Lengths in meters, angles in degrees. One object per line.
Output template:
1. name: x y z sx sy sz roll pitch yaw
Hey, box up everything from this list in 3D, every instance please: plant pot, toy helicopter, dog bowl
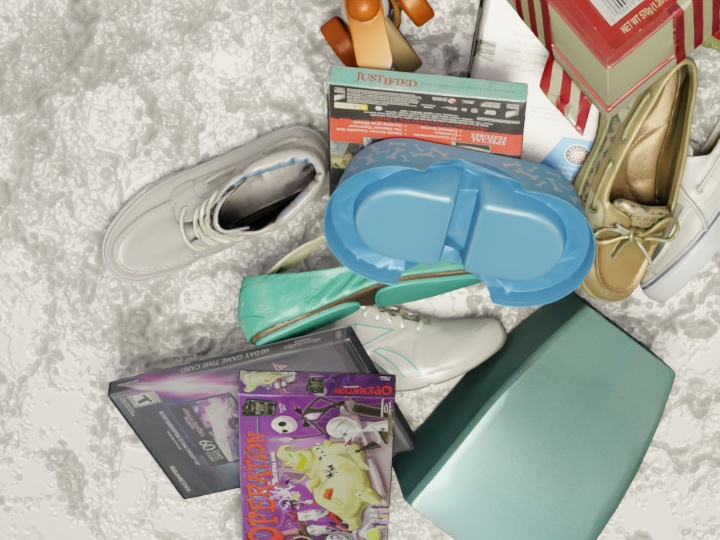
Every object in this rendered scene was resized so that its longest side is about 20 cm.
1. plant pot: 0.144 0.125 1.700 0.141 0.141 0.200 37 94 -8
2. toy helicopter: -0.019 -0.219 1.605 0.079 0.132 0.200 -36 114 8
3. dog bowl: 0.073 -0.038 1.608 0.199 0.050 0.112 11 131 -3

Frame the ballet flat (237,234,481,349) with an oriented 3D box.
1. ballet flat: 0.000 0.000 1.671 0.199 0.067 0.071 -17 78 -6

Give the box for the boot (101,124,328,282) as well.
1. boot: -0.114 -0.047 1.678 0.200 0.096 0.074 -31 101 7

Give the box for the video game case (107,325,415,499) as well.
1. video game case: -0.075 0.112 1.695 0.199 0.019 0.143 -13 136 17

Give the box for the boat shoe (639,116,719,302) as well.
1. boat shoe: 0.258 -0.077 1.684 0.086 0.075 0.202 34 98 -8

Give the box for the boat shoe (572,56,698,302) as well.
1. boat shoe: 0.204 -0.069 1.628 0.073 0.063 0.201 0 106 -25

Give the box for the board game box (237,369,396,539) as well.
1. board game box: -0.034 0.152 1.705 0.119 0.032 0.200 4 138 3

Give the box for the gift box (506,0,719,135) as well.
1. gift box: 0.184 -0.211 1.523 0.184 0.187 0.200 -34 82 2

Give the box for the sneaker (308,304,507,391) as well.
1. sneaker: 0.014 0.055 1.716 0.199 0.070 0.081 -11 97 3

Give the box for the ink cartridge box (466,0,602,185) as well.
1. ink cartridge box: 0.144 -0.171 1.665 0.115 0.068 0.201 10 103 -2

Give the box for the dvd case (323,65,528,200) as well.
1. dvd case: 0.048 -0.078 1.637 0.145 0.022 0.200 5 146 5

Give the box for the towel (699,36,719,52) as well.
1. towel: 0.289 -0.226 1.611 0.036 0.200 0.149 -1 110 -45
